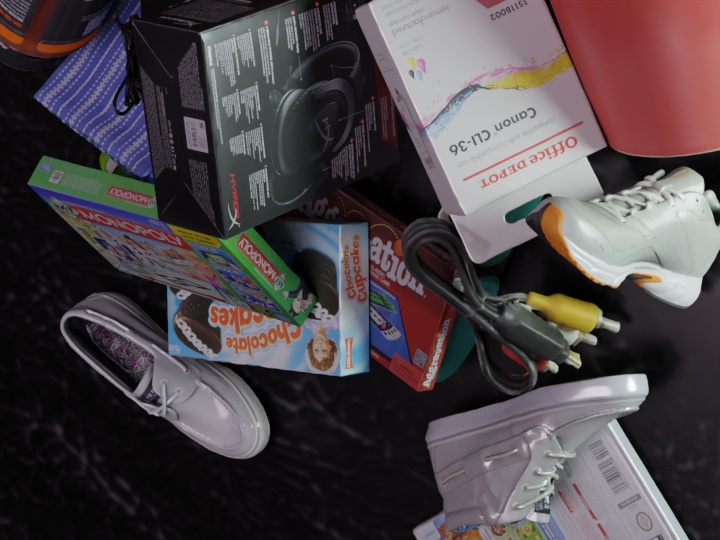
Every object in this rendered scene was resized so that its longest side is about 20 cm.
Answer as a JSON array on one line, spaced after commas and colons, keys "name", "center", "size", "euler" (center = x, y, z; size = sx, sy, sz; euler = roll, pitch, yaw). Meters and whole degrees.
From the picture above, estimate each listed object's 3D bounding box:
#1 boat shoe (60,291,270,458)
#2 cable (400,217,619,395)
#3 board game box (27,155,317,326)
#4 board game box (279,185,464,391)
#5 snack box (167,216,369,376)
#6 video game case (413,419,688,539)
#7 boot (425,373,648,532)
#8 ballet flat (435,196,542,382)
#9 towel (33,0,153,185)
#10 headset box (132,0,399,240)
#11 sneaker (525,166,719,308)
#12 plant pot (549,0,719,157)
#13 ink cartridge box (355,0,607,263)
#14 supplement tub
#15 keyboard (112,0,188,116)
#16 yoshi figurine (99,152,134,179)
[{"name": "boat shoe", "center": [-0.165, 0.090, 1.738], "size": [0.200, 0.068, 0.072], "euler": [43, 117, 11]}, {"name": "cable", "center": [0.094, 0.025, 1.550], "size": [0.200, 0.051, 0.097], "euler": [34, 124, -25]}, {"name": "board game box", "center": [-0.143, -0.023, 1.596], "size": [0.199, 0.135, 0.029], "euler": [16, 69, 37]}, {"name": "board game box", "center": [0.000, 0.000, 1.622], "size": [0.200, 0.019, 0.104], "euler": [35, 116, 40]}, {"name": "snack box", "center": [-0.075, 0.016, 1.656], "size": [0.199, 0.037, 0.117], "euler": [4, 97, 43]}, {"name": "video game case", "center": [0.154, 0.220, 1.642], "size": [0.199, 0.018, 0.144], "euler": [-33, 87, 28]}, {"name": "boot", "center": [0.139, 0.142, 1.587], "size": [0.199, 0.073, 0.096], "euler": [-21, 74, 40]}, {"name": "ballet flat", "center": [0.079, -0.011, 1.600], "size": [0.073, 0.073, 0.201], "euler": [32, 118, 16]}, {"name": "towel", "center": [-0.168, -0.155, 1.628], "size": [0.145, 0.024, 0.200], "euler": [-55, 44, 0]}, {"name": "headset box", "center": [-0.056, -0.128, 1.484], "size": [0.077, 0.199, 0.150], "euler": [15, 121, 40]}, {"name": "sneaker", "center": [0.193, -0.039, 1.471], "size": [0.076, 0.199, 0.092], "euler": [43, 108, 33]}, {"name": "plant pot", "center": [0.219, -0.184, 1.425], "size": [0.199, 0.200, 0.178], "euler": [-5, 111, 27]}, {"name": "ink cartridge box", "center": [0.091, -0.115, 1.453], "size": [0.116, 0.067, 0.201], "euler": [-26, 97, -7]}, {"name": "supplement tub", "center": [-0.235, -0.235, 1.611], "size": [0.107, 0.107, 0.200], "euler": [50, 144, 7]}, {"name": "keyboard", "center": [-0.135, -0.177, 1.587], "size": [0.103, 0.040, 0.201], "euler": [-14, 55, 12]}, {"name": "yoshi figurine", "center": [-0.130, -0.094, 1.657], "size": [0.199, 0.112, 0.113], "euler": [-26, 100, 36]}]
